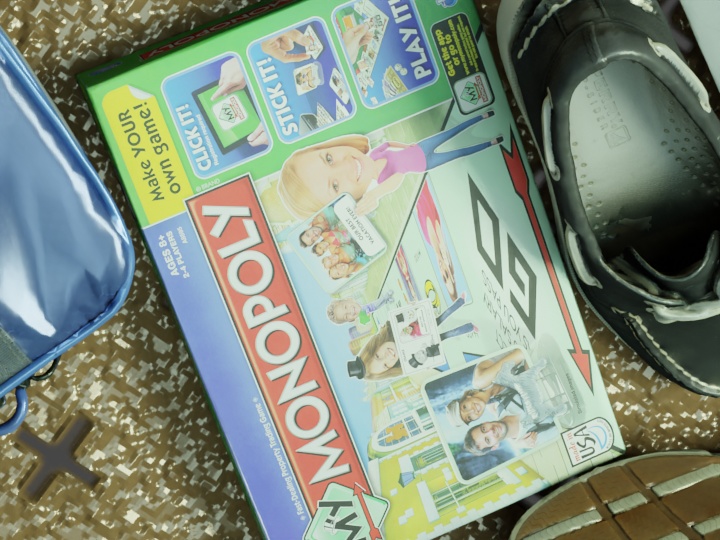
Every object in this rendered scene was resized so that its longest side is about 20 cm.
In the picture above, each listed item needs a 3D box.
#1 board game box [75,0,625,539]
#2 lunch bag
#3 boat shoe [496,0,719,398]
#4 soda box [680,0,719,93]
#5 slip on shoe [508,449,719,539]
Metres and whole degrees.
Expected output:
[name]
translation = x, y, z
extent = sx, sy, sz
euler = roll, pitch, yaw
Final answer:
[board game box]
translation = 0.000, 0.000, 0.853
extent = 0.135, 0.029, 0.200
euler = -24, 109, -8
[lunch bag]
translation = -0.162, -0.032, 0.749
extent = 0.136, 0.132, 0.200
euler = -36, 109, -2
[boat shoe]
translation = 0.104, -0.018, 0.831
extent = 0.074, 0.060, 0.200
euler = -22, 129, 3
[soda box]
translation = 0.169, -0.066, 0.846
extent = 0.064, 0.068, 0.200
euler = -47, 118, -46
[slip on shoe]
translation = 0.148, 0.098, 0.897
extent = 0.200, 0.061, 0.076
euler = -17, 64, -13
